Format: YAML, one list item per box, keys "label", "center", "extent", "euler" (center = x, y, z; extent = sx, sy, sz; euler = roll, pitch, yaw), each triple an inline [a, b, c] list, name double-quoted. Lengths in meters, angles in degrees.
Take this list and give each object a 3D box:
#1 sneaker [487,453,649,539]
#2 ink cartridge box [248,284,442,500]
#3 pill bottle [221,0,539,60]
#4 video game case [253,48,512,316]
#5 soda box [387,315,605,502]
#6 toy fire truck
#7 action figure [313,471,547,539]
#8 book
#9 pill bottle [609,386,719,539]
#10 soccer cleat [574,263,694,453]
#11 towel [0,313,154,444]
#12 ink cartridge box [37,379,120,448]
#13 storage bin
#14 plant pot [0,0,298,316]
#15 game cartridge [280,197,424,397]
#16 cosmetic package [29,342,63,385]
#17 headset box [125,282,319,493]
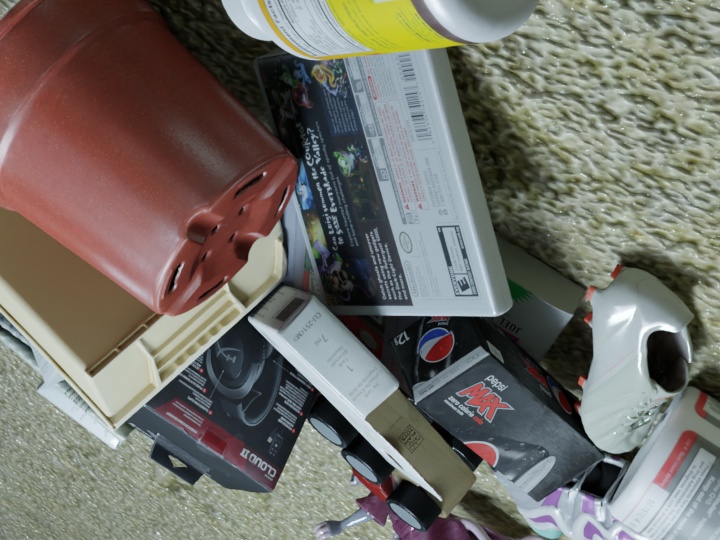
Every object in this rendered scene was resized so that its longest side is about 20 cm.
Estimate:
- label: "sneaker"
  center: [0.170, 0.163, 1.353]
  extent: [0.140, 0.078, 0.200]
  euler: [47, 150, -22]
- label: "ink cartridge box"
  center: [-0.004, 0.089, 1.276]
  extent: [0.174, 0.044, 0.200]
  euler: [45, 174, -9]
- label: "pill bottle"
  center: [0.006, -0.182, 0.976]
  extent: [0.200, 0.109, 0.109]
  euler: [2, 137, 47]
- label: "video game case"
  center: [0.013, -0.064, 1.157]
  extent: [0.182, 0.023, 0.200]
  euler: [-1, 109, 49]
- label: "soda box"
  center: [0.104, 0.098, 1.231]
  extent: [0.200, 0.071, 0.063]
  euler: [41, -161, -46]
- label: "toy fire truck"
  center: [-0.013, 0.151, 1.513]
  extent: [0.176, 0.129, 0.200]
  euler: [48, 162, -22]
- label: "action figure"
  center: [0.058, 0.235, 1.563]
  extent: [0.149, 0.134, 0.200]
  euler: [-40, 76, 28]
- label: "book"
  center: [0.085, 0.036, 1.298]
  extent: [0.133, 0.048, 0.200]
  euler: [32, 149, 6]
- label: "pill bottle"
  center: [0.294, 0.183, 1.205]
  extent: [0.200, 0.114, 0.114]
  euler: [32, 152, 8]
- label: "soccer cleat"
  center: [0.201, 0.079, 1.196]
  extent: [0.078, 0.069, 0.200]
  euler: [36, 152, 32]
- label: "towel"
  center: [-0.225, 0.062, 1.531]
  extent: [0.200, 0.193, 0.035]
  euler: [37, 124, 0]
- label: "ink cartridge box"
  center: [-0.204, 0.123, 1.605]
  extent: [0.173, 0.044, 0.200]
  euler: [38, -164, -3]
- label: "storage bin"
  center: [-0.193, -0.021, 1.308]
  extent: [0.200, 0.198, 0.094]
  euler: [42, 164, 23]
- label: "plant pot"
  center: [-0.163, -0.083, 1.186]
  extent: [0.195, 0.201, 0.201]
  euler: [40, 154, 14]
- label: "game cartridge"
  center: [0.000, 0.000, 1.270]
  extent: [0.200, 0.041, 0.133]
  euler: [40, 143, 29]
- label: "cosmetic package"
  center: [-0.257, -0.013, 1.443]
  extent: [0.200, 0.101, 0.071]
  euler: [68, 153, 10]
- label: "headset box"
  center: [-0.112, 0.081, 1.388]
  extent: [0.149, 0.200, 0.077]
  euler: [37, 156, -30]
